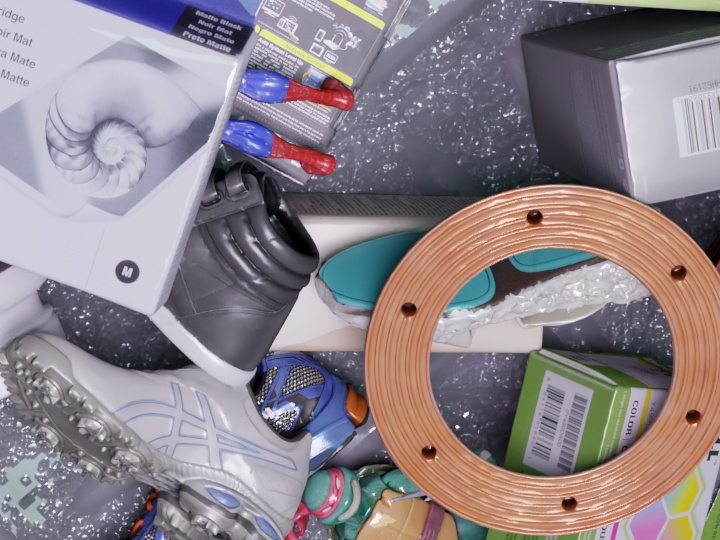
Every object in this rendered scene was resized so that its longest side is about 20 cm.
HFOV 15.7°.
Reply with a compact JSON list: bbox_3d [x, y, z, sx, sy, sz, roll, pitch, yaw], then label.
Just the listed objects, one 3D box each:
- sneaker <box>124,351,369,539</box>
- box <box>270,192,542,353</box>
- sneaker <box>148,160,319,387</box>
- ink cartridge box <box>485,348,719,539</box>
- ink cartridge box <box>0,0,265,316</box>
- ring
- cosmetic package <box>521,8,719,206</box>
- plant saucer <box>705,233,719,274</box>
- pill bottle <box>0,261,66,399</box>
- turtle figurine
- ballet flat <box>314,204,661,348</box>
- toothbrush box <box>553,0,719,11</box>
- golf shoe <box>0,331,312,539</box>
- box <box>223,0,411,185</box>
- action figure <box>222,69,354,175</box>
[{"bbox_3d":[-0.091,0.118,1.513,0.200,0.075,0.078,-41,96,-9],"label":"sneaker"},{"bbox_3d":[0.000,0.000,1.489,0.199,0.095,0.078,1,101,-9],"label":"box"},{"bbox_3d":[-0.106,-0.039,1.391,0.200,0.071,0.099,42,105,-3],"label":"sneaker"},{"bbox_3d":[0.176,0.130,1.511,0.200,0.076,0.148,6,101,-40],"label":"ink cartridge box"},{"bbox_3d":[-0.162,-0.102,1.326,0.199,0.041,0.200,19,101,1],"label":"ink cartridge box"},{"bbox_3d":[0.101,0.047,1.382,0.200,0.019,0.201,-1,110,-2],"label":"ring"},{"bbox_3d":[0.166,-0.095,1.446,0.107,0.200,0.090,-13,104,-10],"label":"cosmetic package"},{"bbox_3d":[0.248,-0.046,1.478,0.037,0.200,0.200,37,93,3],"label":"plant saucer"},{"bbox_3d":[-0.236,-0.028,1.430,0.111,0.111,0.200,-24,104,-5],"label":"pill bottle"},{"bbox_3d":[0.034,0.157,1.522,0.200,0.101,0.150,24,109,-28],"label":"turtle figurine"},{"bbox_3d":[0.076,0.012,1.427,0.199,0.072,0.072,-11,102,-6],"label":"ballet flat"},{"bbox_3d":[0.168,-0.192,1.455,0.199,0.146,0.086,3,100,-11],"label":"toothbrush box"},{"bbox_3d":[-0.109,0.078,1.432,0.200,0.078,0.097,41,63,-28],"label":"golf shoe"},{"bbox_3d":[-0.079,-0.164,1.468,0.200,0.044,0.160,28,94,-14],"label":"box"},{"bbox_3d":[-0.114,-0.102,1.425,0.200,0.099,0.065,12,97,-35],"label":"action figure"}]
